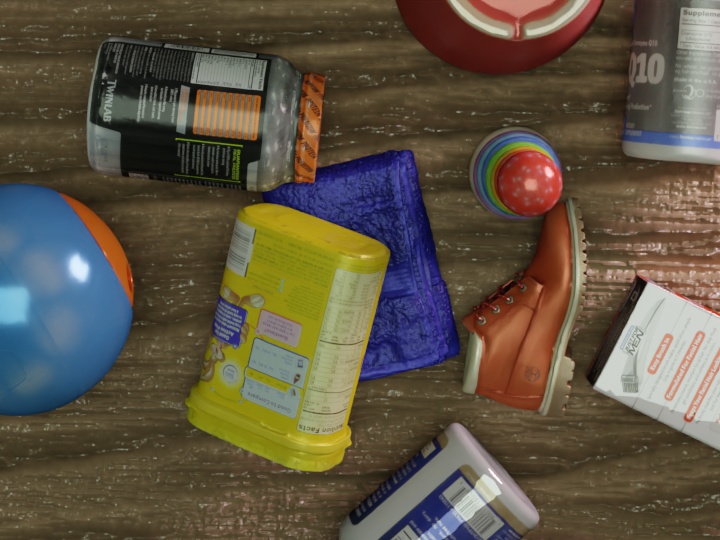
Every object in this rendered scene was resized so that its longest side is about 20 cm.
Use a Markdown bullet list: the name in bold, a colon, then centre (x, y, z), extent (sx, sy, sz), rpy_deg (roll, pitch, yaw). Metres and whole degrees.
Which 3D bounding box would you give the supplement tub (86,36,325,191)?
- **supplement tub**: centre (-0.134, -0.135, 1.615), extent (0.199, 0.123, 0.123), rpy_deg (7, 96, -1)

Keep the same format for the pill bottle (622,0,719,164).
- **pill bottle**: centre (0.294, -0.196, 1.618), extent (0.113, 0.114, 0.201), rpy_deg (4, 95, -1)

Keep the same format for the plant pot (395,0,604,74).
- **plant pot**: centre (0.127, -0.265, 1.578), extent (0.200, 0.177, 0.201), rpy_deg (0, 96, -1)

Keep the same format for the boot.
- **boot**: centre (0.148, 0.028, 1.661), extent (0.107, 0.075, 0.201), rpy_deg (10, 97, 3)

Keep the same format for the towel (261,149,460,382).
- **towel**: centre (0.000, 0.000, 1.666), extent (0.147, 0.050, 0.200), rpy_deg (-13, 96, 0)

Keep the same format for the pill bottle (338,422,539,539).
- **pill bottle**: centre (0.050, 0.244, 1.656), extent (0.200, 0.120, 0.120), rpy_deg (-41, 95, 4)

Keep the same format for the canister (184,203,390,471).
- **canister**: centre (-0.062, 0.056, 1.621), extent (0.148, 0.087, 0.200), rpy_deg (21, 107, 22)

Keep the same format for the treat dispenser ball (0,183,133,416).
- **treat dispenser ball**: centre (-0.296, 0.025, 1.589), extent (0.200, 0.201, 0.201), rpy_deg (0, 96, -1)

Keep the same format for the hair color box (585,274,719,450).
- **hair color box**: centre (0.319, 0.097, 1.673), extent (0.200, 0.064, 0.111), rpy_deg (26, 96, -4)

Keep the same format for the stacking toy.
- **stacking toy**: centre (0.142, -0.080, 1.584), extent (0.085, 0.200, 0.086), rpy_deg (0, 96, -1)
